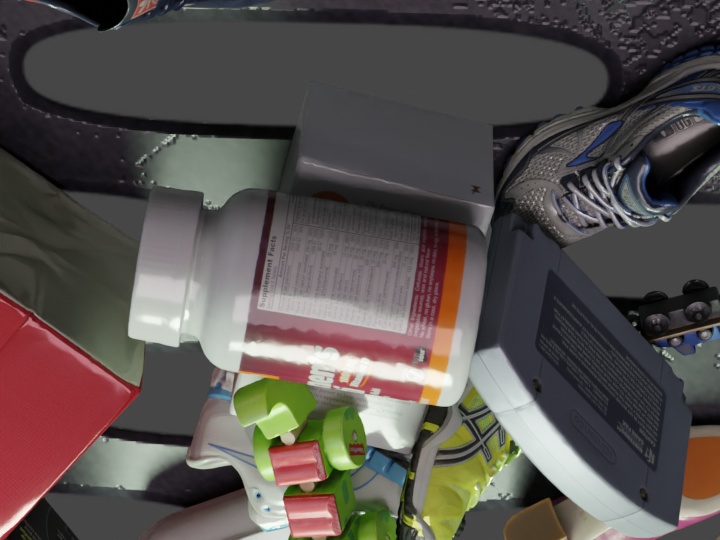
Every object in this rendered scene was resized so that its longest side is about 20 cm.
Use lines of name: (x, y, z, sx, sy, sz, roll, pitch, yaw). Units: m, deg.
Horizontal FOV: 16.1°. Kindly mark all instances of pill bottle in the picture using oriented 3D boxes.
pill bottle: (-0.031, 0.012, 1.497, 0.199, 0.110, 0.110, 9, 124, -2)

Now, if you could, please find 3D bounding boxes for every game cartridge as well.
game cartridge: (0.137, 0.073, 1.587, 0.041, 0.134, 0.200, -18, 130, 37)

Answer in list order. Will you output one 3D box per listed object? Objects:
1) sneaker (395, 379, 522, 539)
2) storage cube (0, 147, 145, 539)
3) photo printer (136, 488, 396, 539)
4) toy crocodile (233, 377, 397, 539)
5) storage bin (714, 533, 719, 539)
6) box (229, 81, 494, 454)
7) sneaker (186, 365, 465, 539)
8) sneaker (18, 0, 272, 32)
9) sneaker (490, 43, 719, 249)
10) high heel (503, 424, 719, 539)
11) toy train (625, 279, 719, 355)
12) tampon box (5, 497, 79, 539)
sneaker: (0.078, 0.100, 1.602, 0.076, 0.201, 0.075, 22, 158, 2)
storage cube: (-0.250, 0.046, 1.596, 0.171, 0.200, 0.180, 36, 112, -20)
photo printer: (-0.051, 0.223, 1.779, 0.199, 0.070, 0.167, -20, 121, 14)
toy crocodile: (-0.024, 0.151, 1.606, 0.067, 0.062, 0.201, -10, 113, 22)
storage bin: (0.322, 0.253, 1.765, 0.198, 0.094, 0.200, 23, 121, -17)
box: (0.000, 0.000, 1.612, 0.124, 0.098, 0.201, 13, 124, -6)
sneaker: (-0.026, 0.142, 1.675, 0.199, 0.075, 0.087, 26, 84, 19)
sneaker: (-0.121, -0.172, 1.490, 0.199, 0.085, 0.075, 1, 126, -18)
sneaker: (0.161, -0.063, 1.571, 0.200, 0.085, 0.077, -35, 116, 23)
high heel: (0.194, 0.165, 1.751, 0.199, 0.068, 0.096, -26, 158, 1)
toy train: (0.153, 0.051, 1.678, 0.199, 0.034, 0.046, -16, 124, 13)
tampon box: (-0.270, 0.249, 1.727, 0.126, 0.200, 0.150, -25, 119, 18)
